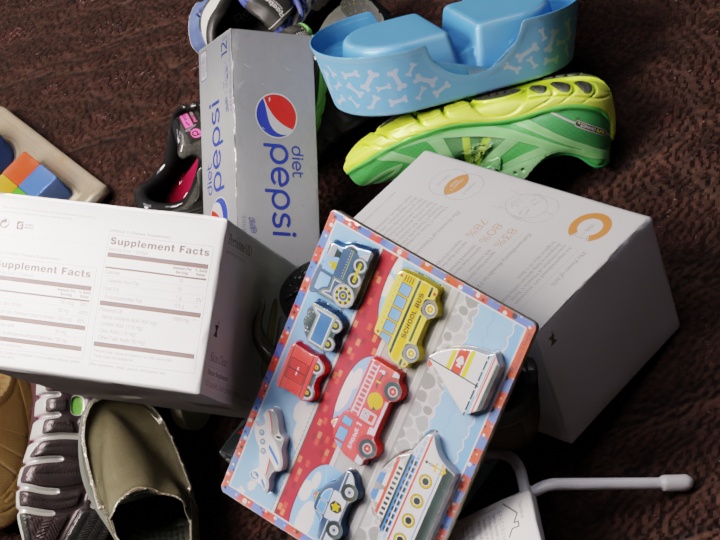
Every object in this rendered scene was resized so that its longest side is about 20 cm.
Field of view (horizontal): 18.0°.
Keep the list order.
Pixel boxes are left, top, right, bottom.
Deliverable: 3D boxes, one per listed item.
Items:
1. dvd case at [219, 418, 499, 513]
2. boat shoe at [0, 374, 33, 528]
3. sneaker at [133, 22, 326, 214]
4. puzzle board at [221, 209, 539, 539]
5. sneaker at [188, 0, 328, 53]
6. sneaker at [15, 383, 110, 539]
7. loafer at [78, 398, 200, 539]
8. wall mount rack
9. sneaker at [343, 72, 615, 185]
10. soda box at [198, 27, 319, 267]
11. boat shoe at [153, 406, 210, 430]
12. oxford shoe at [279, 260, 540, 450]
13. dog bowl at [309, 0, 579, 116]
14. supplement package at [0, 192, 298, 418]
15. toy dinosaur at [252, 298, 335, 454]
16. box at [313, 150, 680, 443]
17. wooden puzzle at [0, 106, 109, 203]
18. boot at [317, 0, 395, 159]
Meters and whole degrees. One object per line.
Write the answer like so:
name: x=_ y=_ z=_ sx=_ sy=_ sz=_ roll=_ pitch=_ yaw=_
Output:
dvd case: x=0.012 y=0.105 z=1.548 sx=0.200 sy=0.022 sz=0.146 roll=22 pitch=69 yaw=42
boat shoe: x=-0.278 y=0.112 z=1.706 sx=0.069 sy=0.074 sz=0.201 roll=-24 pitch=43 yaw=32
sneaker: x=-0.097 y=-0.103 z=1.716 sx=0.200 sy=0.084 sz=0.077 roll=-53 pitch=46 yaw=15
puzzle board: x=0.007 y=0.085 z=1.379 sx=0.150 sy=0.017 sz=0.201 roll=30 pitch=110 yaw=22
sneaker: x=-0.051 y=-0.228 z=1.802 sx=0.199 sy=0.081 sz=0.115 roll=-42 pitch=15 yaw=6
sneaker: x=-0.212 y=0.122 z=1.657 sx=0.115 sy=0.075 sz=0.201 roll=150 pitch=126 yaw=-75
loafer: x=-0.141 y=0.157 z=1.541 sx=0.075 sy=0.070 sz=0.200 roll=-14 pitch=56 yaw=-16
wall mount rack: x=0.123 y=0.190 z=1.369 sx=0.173 sy=0.075 sz=0.201 roll=-27 pitch=44 yaw=17
sneaker: x=0.084 y=-0.082 z=1.602 sx=0.199 sy=0.084 sz=0.074 roll=-11 pitch=12 yaw=13
soda box: x=-0.072 y=-0.068 z=1.628 sx=0.063 sy=0.068 sz=0.201 roll=-23 pitch=67 yaw=61
boat shoe: x=-0.122 y=0.022 z=1.667 sx=0.063 sy=0.074 sz=0.202 roll=5 pitch=62 yaw=27
oxford shoe: x=0.028 y=0.060 z=1.434 sx=0.200 sy=0.085 sz=0.073 roll=33 pitch=68 yaw=30
dog bowl: x=0.063 y=-0.158 z=1.611 sx=0.199 sy=0.050 sz=0.111 roll=-15 pitch=23 yaw=-15
supplement package: x=-0.141 y=0.027 z=1.475 sx=0.155 sy=0.200 sz=0.111 roll=6 pitch=83 yaw=13
toy dinosaur: x=-0.015 y=0.110 z=1.451 sx=0.077 sy=0.201 sz=0.102 roll=-13 pitch=19 yaw=-6
box: x=0.089 y=0.013 z=1.497 sx=0.200 sy=0.098 sz=0.124 roll=20 pitch=52 yaw=42
wooden puzzle: x=-0.325 y=-0.045 z=1.879 sx=0.185 sy=0.046 sz=0.200 roll=-47 pitch=43 yaw=-9
boot: x=-0.001 y=-0.121 z=1.731 sx=0.131 sy=0.068 sz=0.200 roll=-45 pitch=42 yaw=10
